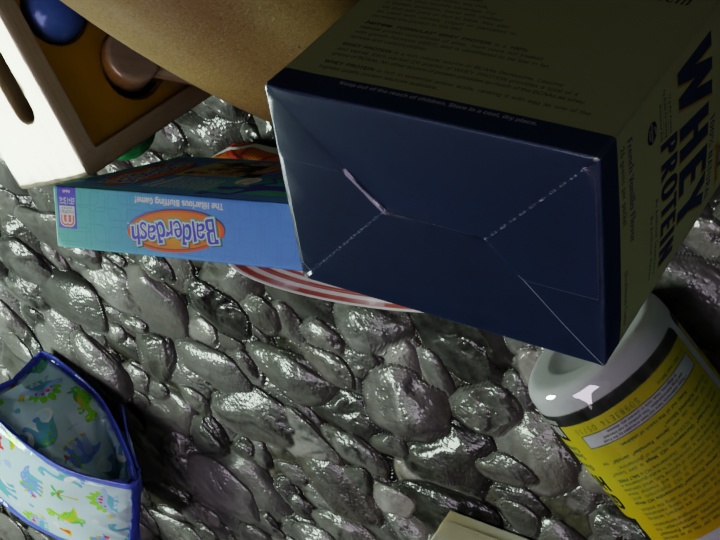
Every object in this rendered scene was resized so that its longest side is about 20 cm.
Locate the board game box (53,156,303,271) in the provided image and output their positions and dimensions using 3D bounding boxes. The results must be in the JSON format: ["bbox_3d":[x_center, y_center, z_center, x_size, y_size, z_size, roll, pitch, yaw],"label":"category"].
[{"bbox_3d":[-0.081,-0.043,0.907,0.198,0.152,0.045,6,105,27],"label":"board game box"}]

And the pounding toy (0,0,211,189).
[{"bbox_3d":[-0.167,-0.157,0.951,0.142,0.184,0.201,-5,118,49],"label":"pounding toy"}]

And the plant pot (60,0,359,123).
[{"bbox_3d":[-0.069,-0.184,0.846,0.200,0.187,0.186,42,145,-24],"label":"plant pot"}]

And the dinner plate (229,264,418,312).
[{"bbox_3d":[0.000,0.000,0.995,0.198,0.024,0.200,8,167,2],"label":"dinner plate"}]

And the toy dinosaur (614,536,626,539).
[{"bbox_3d":[0.244,0.279,1.066,0.200,0.101,0.058,45,142,-4],"label":"toy dinosaur"}]

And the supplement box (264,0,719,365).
[{"bbox_3d":[0.089,-0.082,0.766,0.199,0.200,0.135,16,135,28],"label":"supplement box"}]

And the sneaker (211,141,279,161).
[{"bbox_3d":[-0.076,-0.055,1.038,0.199,0.077,0.073,-3,124,43],"label":"sneaker"}]

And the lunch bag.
[{"bbox_3d":[-0.313,0.215,1.467,0.200,0.127,0.171,37,143,21],"label":"lunch bag"}]

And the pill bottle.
[{"bbox_3d":[0.216,0.122,0.929,0.200,0.113,0.112,50,142,-11],"label":"pill bottle"}]

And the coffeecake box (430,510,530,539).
[{"bbox_3d":[0.142,0.334,1.233,0.152,0.073,0.201,15,135,31],"label":"coffeecake box"}]
